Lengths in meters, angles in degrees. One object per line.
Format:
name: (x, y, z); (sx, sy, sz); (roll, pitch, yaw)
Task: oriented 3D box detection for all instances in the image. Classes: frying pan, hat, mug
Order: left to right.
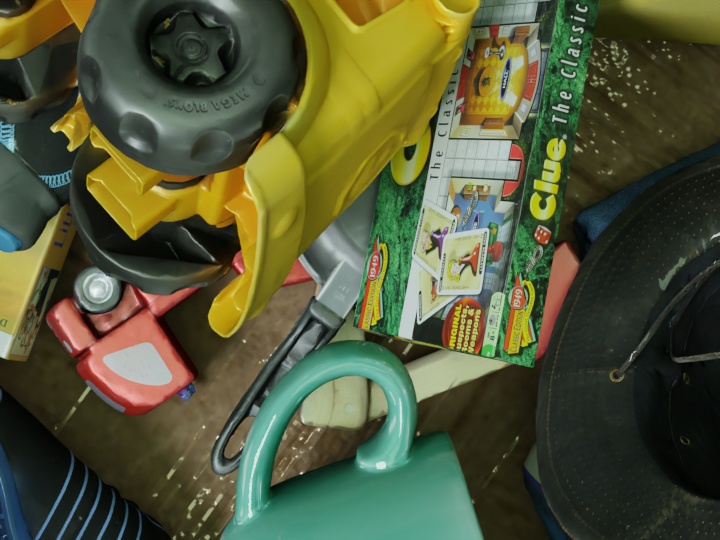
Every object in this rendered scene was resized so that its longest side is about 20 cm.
frying pan: (-0.008, -0.016, 0.762); (0.189, 0.031, 0.116); (-33, 90, -6)
mug: (-0.002, 0.139, 0.751); (0.113, 0.152, 0.187); (-17, 67, 0)
hat: (0.161, 0.050, 0.725); (0.200, 0.201, 0.081); (-42, 133, -2)

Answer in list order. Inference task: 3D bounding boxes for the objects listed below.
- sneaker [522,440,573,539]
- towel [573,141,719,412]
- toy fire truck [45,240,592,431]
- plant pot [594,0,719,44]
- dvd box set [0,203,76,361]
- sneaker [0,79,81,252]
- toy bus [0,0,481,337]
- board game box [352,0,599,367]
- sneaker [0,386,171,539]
sneaker: (0.102, 0.181, 0.773); (0.200, 0.080, 0.147); (46, 105, 28)
towel: (0.198, -0.013, 0.808); (0.198, 0.049, 0.113); (-23, 89, -2)
toy fire truck: (-0.017, 0.016, 0.798); (0.199, 0.049, 0.142); (-36, 91, -3)
plant pot: (0.169, -0.182, 0.708); (0.198, 0.176, 0.202); (1, 99, -17)
dvd box set: (-0.172, -0.081, 0.791); (0.145, 0.029, 0.202); (21, 89, 10)
sneaker: (-0.178, -0.098, 0.751); (0.200, 0.073, 0.082); (44, 74, 6)
toy bus: (-0.049, -0.112, 0.666); (0.192, 0.136, 0.200); (-41, 80, -21)
board game box: (0.047, -0.070, 0.699); (0.023, 0.105, 0.202); (11, 88, -26)
sneaker: (-0.126, 0.111, 0.779); (0.070, 0.078, 0.201); (-30, 89, 35)
